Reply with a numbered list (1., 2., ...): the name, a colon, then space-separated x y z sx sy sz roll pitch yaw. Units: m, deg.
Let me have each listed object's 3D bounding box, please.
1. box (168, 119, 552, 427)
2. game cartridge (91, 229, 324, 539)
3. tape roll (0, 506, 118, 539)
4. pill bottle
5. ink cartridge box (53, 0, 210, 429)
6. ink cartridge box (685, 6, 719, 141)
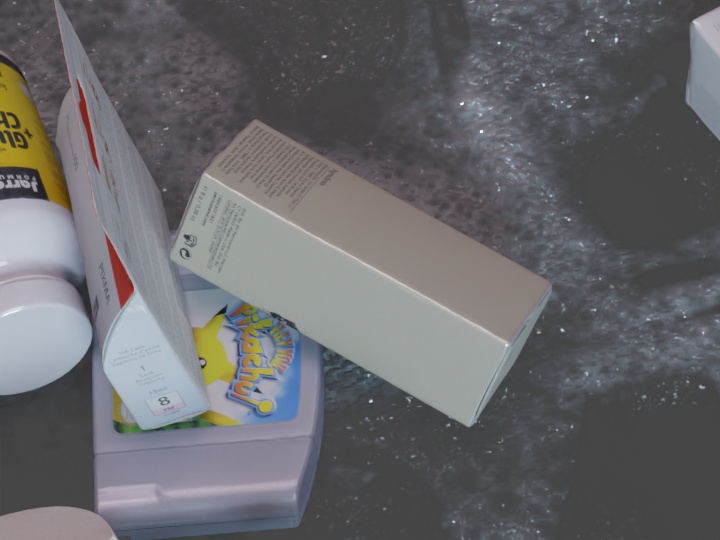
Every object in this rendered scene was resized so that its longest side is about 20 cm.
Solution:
1. box: 0.000 0.000 1.598 0.200 0.068 0.082 30 35 8
2. game cartridge: -0.088 0.059 1.624 0.133 0.040 0.200 -3 55 -3
3. tape roll: -0.213 0.190 1.468 0.203 0.037 0.203 -22 18 8
4. pill bottle: -0.223 -0.030 1.647 0.112 0.112 0.200 -19 56 -9
5. ink cartridge box: -0.143 -0.030 1.545 0.057 0.200 0.163 -21 55 8
6. ink cartridge box: 0.321 -0.096 1.672 0.175 0.084 0.200 -28 58 -14
